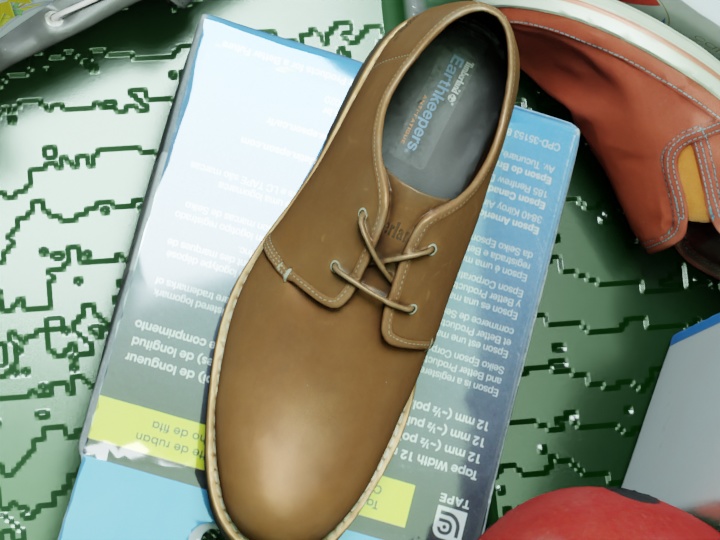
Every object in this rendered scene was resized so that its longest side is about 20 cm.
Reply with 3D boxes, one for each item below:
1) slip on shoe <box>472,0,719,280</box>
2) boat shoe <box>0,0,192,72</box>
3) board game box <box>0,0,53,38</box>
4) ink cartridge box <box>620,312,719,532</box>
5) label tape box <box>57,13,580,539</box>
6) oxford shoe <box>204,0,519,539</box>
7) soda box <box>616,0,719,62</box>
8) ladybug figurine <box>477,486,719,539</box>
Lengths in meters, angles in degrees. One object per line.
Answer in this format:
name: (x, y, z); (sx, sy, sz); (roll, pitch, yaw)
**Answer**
slip on shoe: (0.118, -0.038, 0.865); (0.200, 0.074, 0.061); (40, 79, -7)
boat shoe: (-0.100, -0.100, 0.840); (0.199, 0.067, 0.057); (-20, 101, -8)
board game box: (-0.200, -0.125, 0.773); (0.134, 0.034, 0.201); (-35, 60, 4)
ink cartridge box: (0.206, 0.087, 0.820); (0.199, 0.146, 0.085); (22, 76, -6)
label tape box: (-0.017, 0.028, 0.831); (0.142, 0.066, 0.201); (16, 81, -7)
oxford shoe: (0.000, 0.000, 0.771); (0.071, 0.071, 0.201); (21, 81, -8)
soda box: (0.131, -0.109, 0.863); (0.199, 0.068, 0.064); (33, 77, -13)
ladybug figurine: (0.088, 0.129, 0.784); (0.135, 0.200, 0.072); (-12, 55, 15)
